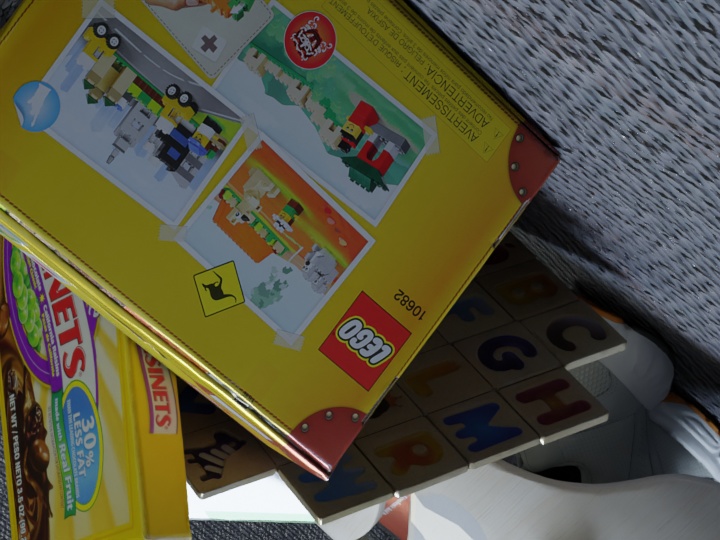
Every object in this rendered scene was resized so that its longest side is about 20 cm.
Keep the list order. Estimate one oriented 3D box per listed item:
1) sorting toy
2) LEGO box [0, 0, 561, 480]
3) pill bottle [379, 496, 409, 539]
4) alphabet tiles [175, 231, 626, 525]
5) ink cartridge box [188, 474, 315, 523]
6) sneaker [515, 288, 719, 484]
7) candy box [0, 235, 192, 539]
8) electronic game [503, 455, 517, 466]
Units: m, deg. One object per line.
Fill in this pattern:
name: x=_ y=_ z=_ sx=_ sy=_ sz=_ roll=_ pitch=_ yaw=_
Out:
sorting toy: x=0.067 y=0.142 z=0.954 sx=0.180 sy=0.107 sz=0.200 roll=34 pitch=149 yaw=3
LEGO box: x=-0.050 y=-0.047 z=0.757 sx=0.200 sy=0.149 sz=0.077 roll=41 pitch=171 yaw=-26
pill bottle: x=0.045 y=0.130 z=1.484 sx=0.200 sy=0.112 sz=0.112 roll=38 pitch=172 yaw=-9
alphabet tiles: x=0.000 y=0.032 z=0.872 sx=0.166 sy=0.200 sz=0.006 roll=46 pitch=144 yaw=43
ink cartridge box: x=-0.078 y=0.052 z=1.162 sx=0.145 sy=0.088 sz=0.200 roll=2 pitch=-154 yaw=-6
sneaker: x=0.114 y=0.087 z=1.010 sx=0.076 sy=0.092 sz=0.200 roll=32 pitch=171 yaw=36
candy box: x=-0.112 y=0.018 z=0.845 sx=0.026 sy=0.201 sz=0.102 roll=5 pitch=161 yaw=-40
electronic game: x=0.057 y=0.085 z=1.288 sx=0.200 sy=0.042 sz=0.200 roll=45 pitch=-176 yaw=-4
